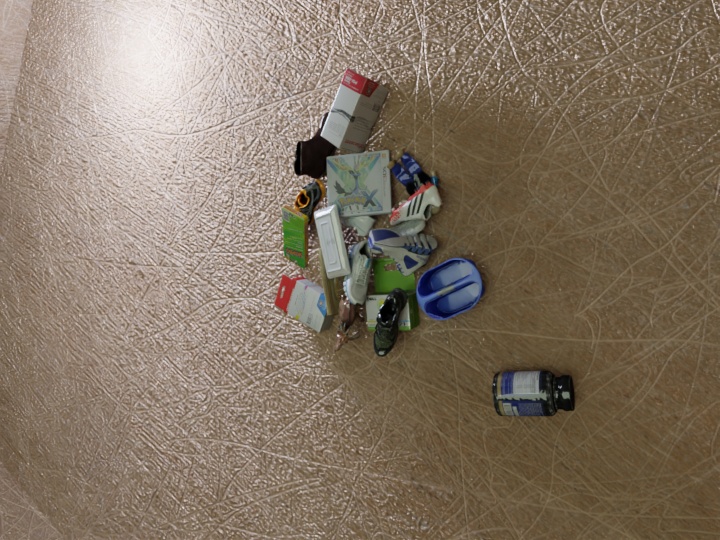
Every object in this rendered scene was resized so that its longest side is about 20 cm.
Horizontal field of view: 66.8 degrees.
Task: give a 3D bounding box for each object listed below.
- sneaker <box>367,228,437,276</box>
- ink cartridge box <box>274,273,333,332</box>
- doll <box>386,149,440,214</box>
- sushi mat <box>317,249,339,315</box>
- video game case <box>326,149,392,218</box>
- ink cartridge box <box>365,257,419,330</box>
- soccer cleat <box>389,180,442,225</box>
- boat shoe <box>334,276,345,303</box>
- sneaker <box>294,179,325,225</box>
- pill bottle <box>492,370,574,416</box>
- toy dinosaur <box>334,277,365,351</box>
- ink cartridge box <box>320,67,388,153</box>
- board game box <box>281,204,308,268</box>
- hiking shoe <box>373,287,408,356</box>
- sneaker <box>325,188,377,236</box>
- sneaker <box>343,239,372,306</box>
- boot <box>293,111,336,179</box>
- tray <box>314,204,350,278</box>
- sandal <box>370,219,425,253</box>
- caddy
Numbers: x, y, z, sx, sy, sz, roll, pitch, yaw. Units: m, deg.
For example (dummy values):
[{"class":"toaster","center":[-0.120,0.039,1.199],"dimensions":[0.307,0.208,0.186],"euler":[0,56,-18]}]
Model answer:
[{"class":"sneaker","center":[0.112,-0.042,1.537],"dimensions":[0.191,0.082,0.118],"euler":[7,126,-12]},{"class":"ink cartridge box","center":[-0.176,0.100,1.770],"dimensions":[0.196,0.067,0.120],"euler":[27,106,24]},{"class":"doll","center":[0.159,-0.243,1.563],"dimensions":[0.137,0.048,0.202],"euler":[-45,78,27]},{"class":"sushi mat","center":[-0.090,0.036,1.700],"dimensions":[0.012,0.095,0.209],"euler":[-10,90,27]},{"class":"video game case","center":[-0.005,-0.254,1.617],"dimensions":[0.192,0.022,0.190],"euler":[-4,82,12]},{"class":"ink cartridge box","center":[0.088,0.068,1.616],"dimensions":[0.143,0.075,0.209],"euler":[-4,94,29]},{"class":"soccer cleat","center":[0.152,-0.167,1.528],"dimensions":[0.087,0.068,0.199],"euler":[57,135,6]},{"class":"boat shoe","center":[-0.049,0.014,1.696],"dimensions":[0.068,0.070,0.207],"euler":[-6,111,9]},{"class":"sneaker","center":[-0.178,-0.206,1.715],"dimensions":[0.079,0.076,0.202],"euler":[52,139,18]},{"class":"pill bottle","center":[0.449,0.320,1.420],"dimensions":[0.193,0.111,0.117],"euler":[-7,92,29]},{"class":"toy dinosaur","center":[-0.037,0.130,1.631],"dimensions":[0.082,0.136,0.208],"euler":[1,114,8]},{"class":"ink cartridge box","center":[-0.017,-0.458,1.584],"dimensions":[0.082,0.145,0.205],"euler":[32,108,22]},{"class":"board game box","center":[-0.208,-0.104,1.749],"dimensions":[0.094,0.030,0.205],"euler":[29,135,24]},{"class":"hiking shoe","center":[0.068,0.150,1.536],"dimensions":[0.074,0.100,0.207],"euler":[20,104,24]},{"class":"sneaker","center":[-0.043,-0.180,1.670],"dimensions":[0.198,0.070,0.082],"euler":[39,114,20]},{"class":"sneaker","center":[0.000,0.000,1.601],"dimensions":[0.086,0.073,0.208],"euler":[-35,47,53]},{"class":"boot","center":[-0.133,-0.381,1.644],"dimensions":[0.070,0.165,0.208],"euler":[12,100,26]},{"class":"tray","center":[-0.089,-0.082,1.612],"dimensions":[0.105,0.022,0.208],"euler":[-11,92,45]},{"class":"sandal","center":[0.111,-0.091,1.600],"dimensions":[0.198,0.084,0.050],"euler":[-24,127,34]},{"class":"caddy","center":[0.249,0.050,1.507],"dimensions":[0.196,0.104,0.146],"euler":[-27,81,28]}]
